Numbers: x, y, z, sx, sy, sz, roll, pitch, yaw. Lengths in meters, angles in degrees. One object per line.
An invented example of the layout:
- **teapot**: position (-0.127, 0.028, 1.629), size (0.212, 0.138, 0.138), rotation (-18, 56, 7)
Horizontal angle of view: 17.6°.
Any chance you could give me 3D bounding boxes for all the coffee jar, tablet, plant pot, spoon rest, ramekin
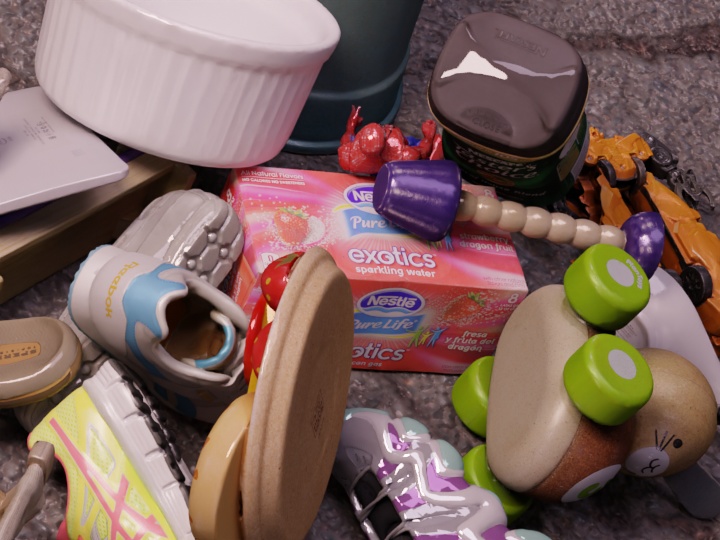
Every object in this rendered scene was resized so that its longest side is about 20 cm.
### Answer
- **coffee jar**: position (0.103, -0.108, 1.586), size (0.104, 0.200, 0.086), rotation (23, 82, 10)
- **tablet**: position (-0.239, -0.077, 1.524), size (0.130, 0.014, 0.200), rotation (-17, 25, -17)
- **plant pot**: position (-0.029, -0.225, 1.722), size (0.200, 0.196, 0.201), rotation (14, 44, -14)
- **spoon rest**: position (0.220, 0.075, 1.647), size (0.200, 0.099, 0.061), rotation (52, 33, 5)
- **ramekin**: position (-0.122, -0.149, 1.569), size (0.200, 0.098, 0.201), rotation (17, 21, -7)

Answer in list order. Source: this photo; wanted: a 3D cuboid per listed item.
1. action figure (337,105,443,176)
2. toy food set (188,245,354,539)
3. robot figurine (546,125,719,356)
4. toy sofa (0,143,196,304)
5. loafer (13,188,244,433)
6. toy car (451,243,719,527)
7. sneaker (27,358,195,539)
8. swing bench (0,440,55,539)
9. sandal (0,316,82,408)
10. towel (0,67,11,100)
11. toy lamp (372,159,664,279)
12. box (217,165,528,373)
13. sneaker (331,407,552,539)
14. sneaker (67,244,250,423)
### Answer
- **action figure**: position (0.021, -0.087, 1.635), size (0.065, 0.052, 0.200), rotation (7, 4, 8)
- **toy food set**: position (-0.048, 0.084, 1.403), size (0.049, 0.198, 0.201), rotation (9, 79, 11)
- **robot figurine**: position (0.207, -0.024, 1.745), size (0.145, 0.058, 0.200), rotation (-5, 53, -30)
- **toy sofa**: position (-0.213, -0.034, 1.536), size (0.098, 0.083, 0.200), rotation (43, 46, 15)
- **loafer**: position (-0.156, 0.027, 1.499), size (0.070, 0.070, 0.200), rotation (20, 58, 40)
- **toy car**: position (0.185, 0.107, 1.554), size (0.200, 0.164, 0.158), rotation (26, 42, -20)
- **sneaker**: position (-0.135, 0.160, 1.411), size (0.090, 0.078, 0.200), rotation (-29, 75, 3)
- **swing bench**: position (-0.301, 0.159, 1.286), size (0.200, 0.130, 0.199), rotation (28, 43, -6)
- **sandal**: position (-0.270, 0.056, 1.412), size (0.199, 0.054, 0.080), rotation (-12, 46, -4)
- **towel**: position (-0.292, -0.043, 1.444), size (0.034, 0.132, 0.200), rotation (41, 46, -30)
- **toy lamp**: position (0.106, -0.036, 1.571), size (0.199, 0.058, 0.058), rotation (10, 46, -17)
- **box**: position (0.000, 0.000, 1.597), size (0.199, 0.095, 0.103), rotation (5, 47, -22)
- **sneaker**: position (0.030, 0.180, 1.456), size (0.200, 0.078, 0.140), rotation (36, 44, 10)
- **sneaker**: position (-0.096, 0.053, 1.459), size (0.081, 0.077, 0.200), rotation (18, -10, 39)
